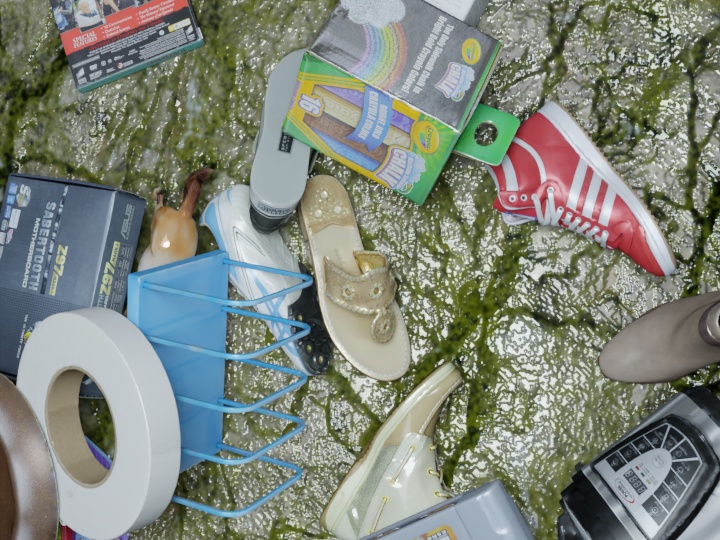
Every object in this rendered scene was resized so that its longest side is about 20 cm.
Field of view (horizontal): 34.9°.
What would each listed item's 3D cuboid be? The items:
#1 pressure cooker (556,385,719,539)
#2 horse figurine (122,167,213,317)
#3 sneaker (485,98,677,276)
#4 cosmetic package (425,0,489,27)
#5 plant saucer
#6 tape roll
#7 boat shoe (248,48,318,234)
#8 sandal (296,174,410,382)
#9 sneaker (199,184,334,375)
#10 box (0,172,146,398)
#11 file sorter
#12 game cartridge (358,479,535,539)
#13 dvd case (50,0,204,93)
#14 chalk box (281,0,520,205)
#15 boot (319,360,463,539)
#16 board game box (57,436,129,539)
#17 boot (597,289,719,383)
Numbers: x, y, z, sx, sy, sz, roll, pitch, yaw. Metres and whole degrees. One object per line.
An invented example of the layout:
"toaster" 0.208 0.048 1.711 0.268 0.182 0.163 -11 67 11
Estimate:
"pressure cooker" 0.269 0.223 0.984 0.199 0.176 0.179 -38 84 4
"horse figurine" -0.190 -0.006 1.097 0.049 0.132 0.202 18 94 -23
"sneaker" 0.199 -0.052 1.075 0.112 0.071 0.201 -36 73 0
"cosmetic package" 0.093 -0.314 1.119 0.101 0.074 0.202 28 87 11
"plant saucer" -0.350 0.194 1.078 0.199 0.032 0.203 10 104 43
"tape roll" -0.233 0.134 1.003 0.201 0.037 0.206 10 104 40
"boat shoe" -0.072 -0.129 1.116 0.070 0.064 0.202 19 58 -6
"sandal" -0.005 0.002 1.091 0.077 0.070 0.214 -18 80 -18
"sneaker" -0.090 0.014 1.121 0.072 0.072 0.202 -31 85 36
"box" -0.301 0.012 1.127 0.156 0.051 0.203 10 87 32
"file sorter" -0.122 0.099 1.033 0.121 0.138 0.203 9 104 26
"game cartridge" 0.070 0.283 1.021 0.199 0.041 0.134 -30 86 23
"dvd case" -0.258 -0.304 1.195 0.144 0.022 0.202 -20 83 6
"chalk box" 0.047 -0.158 1.057 0.198 0.124 0.125 29 58 0
"boot" 0.074 0.202 1.067 0.154 0.072 0.201 36 97 11
"board game box" -0.326 0.230 1.140 0.199 0.039 0.159 40 91 11
"boot" 0.309 0.051 1.009 0.198 0.146 0.071 -23 83 6
